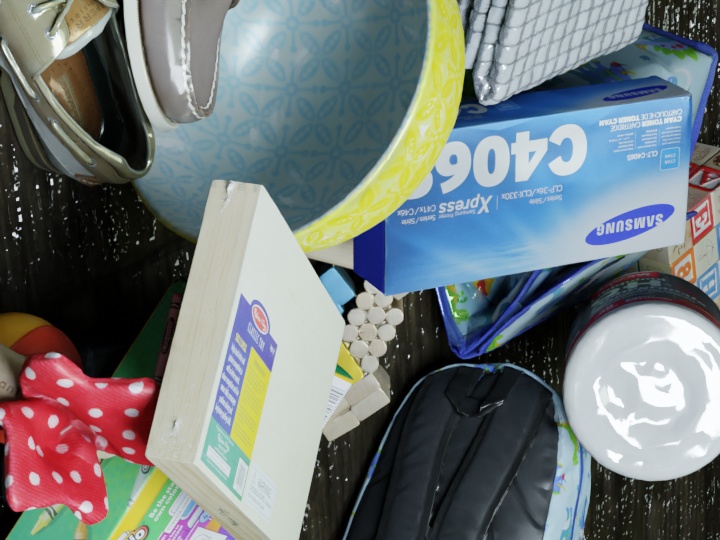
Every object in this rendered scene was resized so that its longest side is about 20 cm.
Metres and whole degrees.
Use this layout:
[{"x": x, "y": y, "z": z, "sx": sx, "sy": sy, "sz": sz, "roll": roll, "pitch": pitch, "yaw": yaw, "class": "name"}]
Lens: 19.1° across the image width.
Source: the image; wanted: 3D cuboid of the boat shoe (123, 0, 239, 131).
[{"x": -0.081, "y": -0.170, "z": 1.072, "sx": 0.072, "sy": 0.059, "sz": 0.201, "roll": 32, "pitch": 57, "yaw": -76, "class": "boat shoe"}]

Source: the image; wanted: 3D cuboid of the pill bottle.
[{"x": 0.186, "y": 0.060, "z": 1.377, "sx": 0.200, "sy": 0.110, "sz": 0.111, "roll": -51, "pitch": 153, "yaw": -80, "class": "pill bottle"}]

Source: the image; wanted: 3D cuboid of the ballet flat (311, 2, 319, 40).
[{"x": -0.018, "y": -0.122, "z": 1.212, "sx": 0.067, "sy": 0.064, "sz": 0.201, "roll": 1, "pitch": 102, "yaw": -47, "class": "ballet flat"}]

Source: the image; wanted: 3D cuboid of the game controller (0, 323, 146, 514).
[{"x": -0.120, "y": 0.080, "z": 1.200, "sx": 0.200, "sy": 0.042, "sz": 0.105, "roll": -6, "pitch": 123, "yaw": -48, "class": "game controller"}]

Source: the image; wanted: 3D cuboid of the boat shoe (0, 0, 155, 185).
[{"x": -0.152, "y": -0.128, "z": 1.047, "sx": 0.075, "sy": 0.068, "sz": 0.200, "roll": -47, "pitch": 135, "yaw": -27, "class": "boat shoe"}]

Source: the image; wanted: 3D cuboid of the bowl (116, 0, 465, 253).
[{"x": -0.018, "y": -0.094, "z": 1.115, "sx": 0.108, "sy": 0.200, "sz": 0.201, "roll": 22, "pitch": 87, "yaw": -53, "class": "bowl"}]

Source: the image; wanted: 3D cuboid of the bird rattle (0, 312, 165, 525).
[{"x": -0.165, "y": 0.045, "z": 1.017, "sx": 0.163, "sy": 0.199, "sz": 0.113, "roll": 28, "pitch": 82, "yaw": -75, "class": "bird rattle"}]

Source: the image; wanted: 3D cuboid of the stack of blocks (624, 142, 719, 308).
[{"x": 0.244, "y": 0.021, "z": 1.582, "sx": 0.115, "sy": 0.058, "sz": 0.201, "roll": -37, "pitch": 130, "yaw": -36, "class": "stack of blocks"}]

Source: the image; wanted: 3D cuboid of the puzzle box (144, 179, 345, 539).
[{"x": -0.050, "y": 0.053, "z": 1.027, "sx": 0.200, "sy": 0.025, "sz": 0.133, "roll": 62, "pitch": 39, "yaw": -67, "class": "puzzle box"}]

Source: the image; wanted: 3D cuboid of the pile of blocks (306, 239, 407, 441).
[{"x": 0.000, "y": 0.000, "z": 1.299, "sx": 0.062, "sy": 0.082, "sz": 0.201, "roll": -92, "pitch": -160, "yaw": -75, "class": "pile of blocks"}]

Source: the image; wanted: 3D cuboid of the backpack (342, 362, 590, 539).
[{"x": 0.072, "y": 0.158, "z": 1.371, "sx": 0.154, "sy": 0.163, "sz": 0.201, "roll": 14, "pitch": 83, "yaw": -59, "class": "backpack"}]

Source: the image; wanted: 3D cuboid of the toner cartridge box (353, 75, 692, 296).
[{"x": 0.094, "y": -0.050, "z": 1.226, "sx": 0.199, "sy": 0.043, "sz": 0.095, "roll": -10, "pitch": 115, "yaw": -23, "class": "toner cartridge box"}]

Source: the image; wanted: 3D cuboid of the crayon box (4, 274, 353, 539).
[{"x": -0.103, "y": 0.113, "z": 1.159, "sx": 0.200, "sy": 0.058, "sz": 0.119, "roll": -56, "pitch": 146, "yaw": 2, "class": "crayon box"}]

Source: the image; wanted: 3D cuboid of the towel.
[{"x": 0.112, "y": -0.211, "z": 1.222, "sx": 0.165, "sy": 0.085, "sz": 0.201, "roll": -27, "pitch": 140, "yaw": -43, "class": "towel"}]

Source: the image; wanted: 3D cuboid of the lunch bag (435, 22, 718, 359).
[{"x": 0.130, "y": -0.052, "z": 1.378, "sx": 0.170, "sy": 0.127, "sz": 0.201, "roll": -24, "pitch": 135, "yaw": -45, "class": "lunch bag"}]
